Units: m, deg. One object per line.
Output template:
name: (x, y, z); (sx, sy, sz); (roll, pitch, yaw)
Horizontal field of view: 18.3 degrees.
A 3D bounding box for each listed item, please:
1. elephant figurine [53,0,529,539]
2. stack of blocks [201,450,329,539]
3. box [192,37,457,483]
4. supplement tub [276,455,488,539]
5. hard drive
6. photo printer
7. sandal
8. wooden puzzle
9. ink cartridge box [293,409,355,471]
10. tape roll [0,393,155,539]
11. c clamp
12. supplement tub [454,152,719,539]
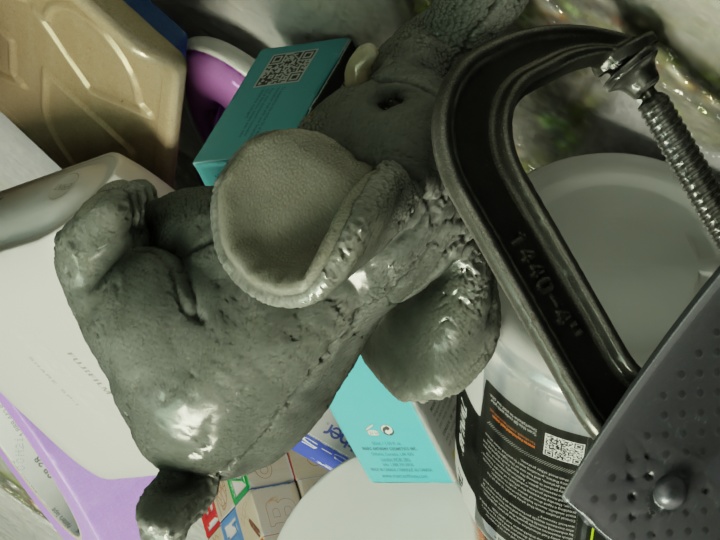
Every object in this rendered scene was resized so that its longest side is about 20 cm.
elephant figurine: (-0.008, -0.014, 0.845); (0.199, 0.141, 0.156); (-26, 92, 27)
stack of blocks: (-0.026, 0.193, 1.251); (0.115, 0.058, 0.201); (-51, 51, 56)
box: (0.000, 0.000, 1.014); (0.049, 0.082, 0.200); (-4, 130, 31)
supplement tub: (0.059, 0.181, 1.122); (0.132, 0.133, 0.200); (9, 161, 42)
hard drive: (0.171, 0.040, 0.781); (0.135, 0.200, 0.042); (42, 173, -9)
photo printer: (-0.114, 0.026, 1.073); (0.166, 0.070, 0.200); (48, 149, -21)
sandal: (-0.048, -0.027, 1.081); (0.082, 0.050, 0.203); (20, 148, 30)
wooden puzzle: (-0.143, -0.114, 1.051); (0.185, 0.046, 0.200); (43, 159, 15)
ink cartridge box: (-0.052, 0.058, 1.193); (0.199, 0.044, 0.094); (27, 169, 20)
tape roll: (-0.179, 0.084, 1.320); (0.200, 0.066, 0.200); (48, 162, 21)
c clamp: (0.116, -0.012, 0.836); (0.200, 0.171, 0.027); (56, 147, -3)
supplement tub: (0.101, 0.054, 0.951); (0.122, 0.123, 0.200); (28, 150, 18)
